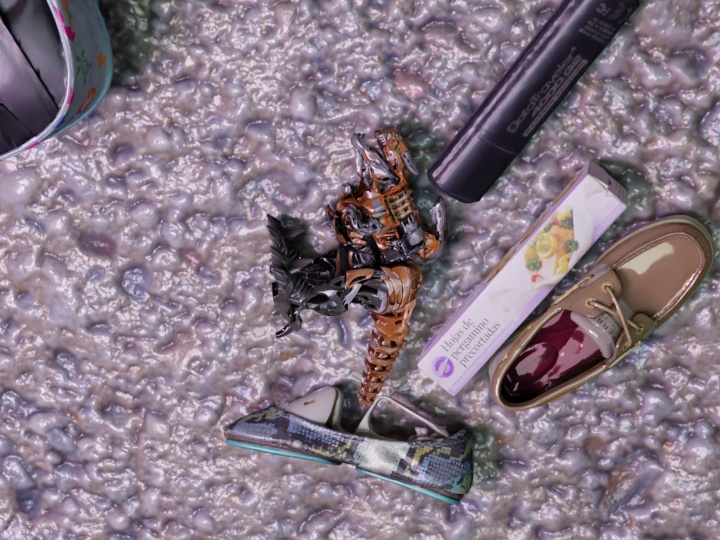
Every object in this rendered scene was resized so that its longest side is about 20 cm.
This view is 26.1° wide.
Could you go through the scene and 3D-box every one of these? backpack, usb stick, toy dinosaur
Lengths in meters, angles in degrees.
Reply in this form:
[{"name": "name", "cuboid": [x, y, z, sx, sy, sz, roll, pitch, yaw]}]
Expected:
[{"name": "backpack", "cuboid": [-0.271, -0.179, 1.104, 0.176, 0.151, 0.201, -22, 96, 20]}, {"name": "usb stick", "cuboid": [0.121, -0.128, 1.098, 0.055, 0.033, 0.200, 17, 120, -43]}, {"name": "toy dinosaur", "cuboid": [0.000, 0.000, 1.147, 0.134, 0.102, 0.202, -3, 86, -5]}]

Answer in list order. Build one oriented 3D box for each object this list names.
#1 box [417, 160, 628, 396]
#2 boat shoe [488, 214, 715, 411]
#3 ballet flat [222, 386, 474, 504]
[{"name": "box", "cuboid": [0.119, 0.007, 1.148, 0.039, 0.041, 0.200, 39, 112, -3]}, {"name": "boat shoe", "cuboid": [0.175, 0.039, 1.133, 0.074, 0.066, 0.200, 45, 111, -6]}, {"name": "ballet flat", "cuboid": [-0.006, 0.126, 1.208, 0.198, 0.074, 0.075, 14, 111, 5]}]
